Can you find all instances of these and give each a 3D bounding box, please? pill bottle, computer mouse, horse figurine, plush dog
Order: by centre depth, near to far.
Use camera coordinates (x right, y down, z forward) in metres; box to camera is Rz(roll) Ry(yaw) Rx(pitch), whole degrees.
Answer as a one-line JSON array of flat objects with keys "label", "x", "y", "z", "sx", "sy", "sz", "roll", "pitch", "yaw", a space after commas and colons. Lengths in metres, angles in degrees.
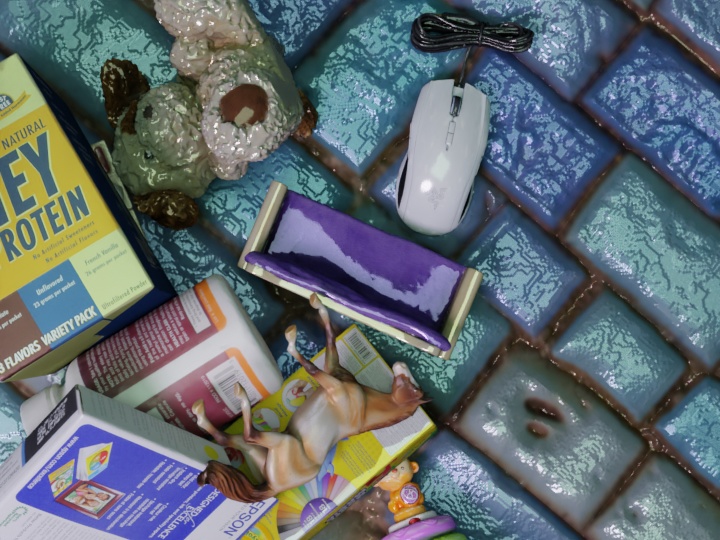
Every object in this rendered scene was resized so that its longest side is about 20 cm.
[{"label": "horse figurine", "x": -0.049, "y": 0.118, "z": 0.993, "sx": 0.200, "sy": 0.050, "sz": 0.133, "roll": -44, "pitch": 114, "yaw": -20}, {"label": "pill bottle", "x": -0.174, "y": 0.100, "z": 1.036, "sx": 0.199, "sy": 0.114, "sz": 0.115, "roll": -31, "pitch": 89, "yaw": -3}, {"label": "plush dog", "x": -0.138, "y": -0.127, "z": 1.056, "sx": 0.171, "sy": 0.160, "sz": 0.201, "roll": -29, "pitch": 61, "yaw": 10}, {"label": "computer mouse", "x": 0.083, "y": -0.131, "z": 1.097, "sx": 0.108, "sy": 0.044, "sz": 0.202, "roll": 12, "pitch": 87, "yaw": -4}]

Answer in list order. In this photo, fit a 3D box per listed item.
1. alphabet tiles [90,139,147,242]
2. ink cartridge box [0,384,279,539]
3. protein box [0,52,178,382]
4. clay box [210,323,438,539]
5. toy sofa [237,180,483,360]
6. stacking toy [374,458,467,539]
[{"label": "alphabet tiles", "x": -0.298, "y": -0.030, "z": 1.090, "sx": 0.198, "sy": 0.008, "sz": 0.169, "roll": -24, "pitch": 89, "yaw": -4}, {"label": "ink cartridge box", "x": -0.203, "y": 0.199, "z": 0.997, "sx": 0.199, "sy": 0.047, "sz": 0.198, "roll": 31, "pitch": 114, "yaw": -37}, {"label": "protein box", "x": -0.260, "y": -0.034, "z": 0.990, "sx": 0.134, "sy": 0.199, "sz": 0.201, "roll": -31, "pitch": 89, "yaw": -4}, {"label": "clay box", "x": -0.045, "y": 0.155, "z": 1.063, "sx": 0.199, "sy": 0.048, "sz": 0.115, "roll": -39, "pitch": 74, "yaw": -3}, {"label": "toy sofa", "x": 0.000, "y": 0.000, "z": 1.060, "sx": 0.198, "sy": 0.098, "sz": 0.084, "roll": 24, "pitch": 87, "yaw": -1}, {"label": "stacking toy", "x": 0.058, "y": 0.249, "z": 1.061, "sx": 0.115, "sy": 0.110, "sz": 0.202, "roll": -19, "pitch": 74, "yaw": -3}]
